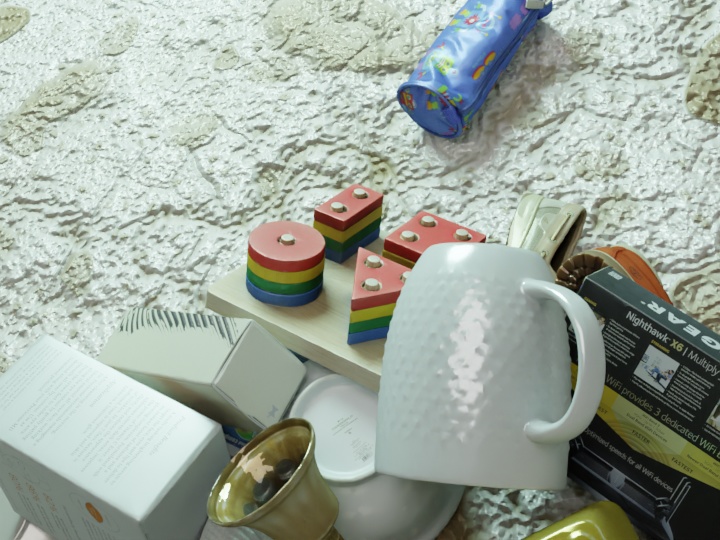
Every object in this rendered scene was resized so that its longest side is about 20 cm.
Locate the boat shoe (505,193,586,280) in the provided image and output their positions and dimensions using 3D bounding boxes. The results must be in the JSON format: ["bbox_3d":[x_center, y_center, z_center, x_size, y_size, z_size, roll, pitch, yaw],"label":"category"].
[{"bbox_3d":[0.156,0.018,1.029,0.065,0.072,0.201,10,58,21],"label":"boat shoe"}]

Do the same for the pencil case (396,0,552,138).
[{"bbox_3d":[0.123,-0.229,1.172,0.087,0.078,0.200,19,66,48],"label":"pencil case"}]

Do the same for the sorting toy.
[{"bbox_3d":[0.000,0.000,1.023,0.199,0.070,0.199,24,36,25],"label":"sorting toy"}]

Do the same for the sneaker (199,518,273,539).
[{"bbox_3d":[-0.089,0.275,0.937,0.074,0.082,0.201,-4,70,25],"label":"sneaker"}]

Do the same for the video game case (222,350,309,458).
[{"bbox_3d":[-0.084,0.084,1.085,0.143,0.018,0.201,21,68,24],"label":"video game case"}]

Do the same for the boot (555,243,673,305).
[{"bbox_3d":[0.255,0.061,0.973,0.075,0.107,0.201,-37,81,31],"label":"boot"}]

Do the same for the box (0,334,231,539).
[{"bbox_3d":[-0.214,0.171,0.979,0.199,0.153,0.106,23,53,24],"label":"box"}]

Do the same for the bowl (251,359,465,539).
[{"bbox_3d":[-0.008,0.146,0.974,0.200,0.090,0.202,-4,64,8],"label":"bowl"}]

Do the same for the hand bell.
[{"bbox_3d":[-0.017,0.221,0.899,0.104,0.200,0.104,-34,21,15],"label":"hand bell"}]

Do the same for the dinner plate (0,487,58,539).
[{"bbox_3d":[-0.364,0.224,1.078,0.199,0.024,0.201,-7,59,12],"label":"dinner plate"}]

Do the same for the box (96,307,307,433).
[{"bbox_3d":[-0.144,0.085,1.005,0.199,0.082,0.069,3,56,48],"label":"box"}]

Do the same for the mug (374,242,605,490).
[{"bbox_3d":[0.104,0.071,0.855,0.200,0.147,0.176,-5,78,55],"label":"mug"}]

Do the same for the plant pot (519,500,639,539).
[{"bbox_3d":[0.145,0.274,0.807,0.193,0.200,0.196,-26,57,0],"label":"plant pot"}]

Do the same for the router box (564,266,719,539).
[{"bbox_3d":[0.234,0.116,0.899,0.200,0.052,0.158,36,118,24],"label":"router box"}]
